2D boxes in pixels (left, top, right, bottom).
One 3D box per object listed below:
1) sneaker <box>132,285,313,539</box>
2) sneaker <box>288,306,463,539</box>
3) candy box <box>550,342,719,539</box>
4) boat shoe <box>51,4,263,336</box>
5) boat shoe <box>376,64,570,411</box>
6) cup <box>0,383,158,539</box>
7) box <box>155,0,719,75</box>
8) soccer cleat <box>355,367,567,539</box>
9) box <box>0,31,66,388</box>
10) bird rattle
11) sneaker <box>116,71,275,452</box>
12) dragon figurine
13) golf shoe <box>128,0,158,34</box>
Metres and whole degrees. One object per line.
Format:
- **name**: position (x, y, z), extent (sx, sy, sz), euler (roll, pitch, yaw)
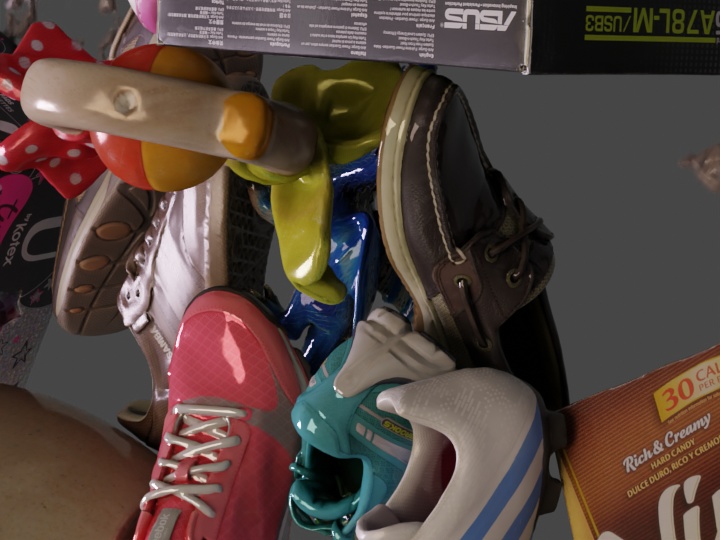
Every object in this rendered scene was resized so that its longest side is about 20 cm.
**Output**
- **sneaker**: position (-0.067, 0.108, 1.231), extent (0.073, 0.087, 0.201), euler (0, 89, 28)
- **sneaker**: position (-0.001, 0.088, 1.206), extent (0.077, 0.080, 0.200), euler (40, 159, 23)
- **candy box**: position (0.154, 0.134, 1.086), extent (0.116, 0.056, 0.201), euler (-25, 61, 26)
- **boat shoe**: position (-0.107, -0.058, 1.345), extent (0.201, 0.074, 0.073), euler (-63, 38, 26)
- **boat shoe**: position (0.055, -0.007, 1.166), extent (0.064, 0.073, 0.201), euler (8, 141, 23)
- **cup**: position (-0.146, 0.154, 1.316), extent (0.143, 0.200, 0.202), euler (-1, 95, 36)
- **box**: position (0.051, -0.106, 1.107), extent (0.199, 0.193, 0.048), euler (8, 101, 40)
- **soccer cleat**: position (0.034, 0.140, 1.117), extent (0.070, 0.086, 0.201), euler (2, 90, 63)
- **box**: position (-0.232, -0.018, 1.422), extent (0.132, 0.114, 0.201), euler (39, 120, 30)
- **bird rattle**: position (-0.083, -0.072, 1.174), extent (0.199, 0.163, 0.113), euler (20, 89, 13)
- **sneaker**: position (-0.086, 0.000, 1.304), extent (0.075, 0.070, 0.201), euler (9, 109, 19)
- **dragon figurine**: position (0.000, 0.000, 1.254), extent (0.099, 0.059, 0.201), euler (7, 98, 41)
- **golf shoe**: position (-0.052, -0.179, 1.200), extent (0.091, 0.200, 0.076), euler (24, 145, 24)
